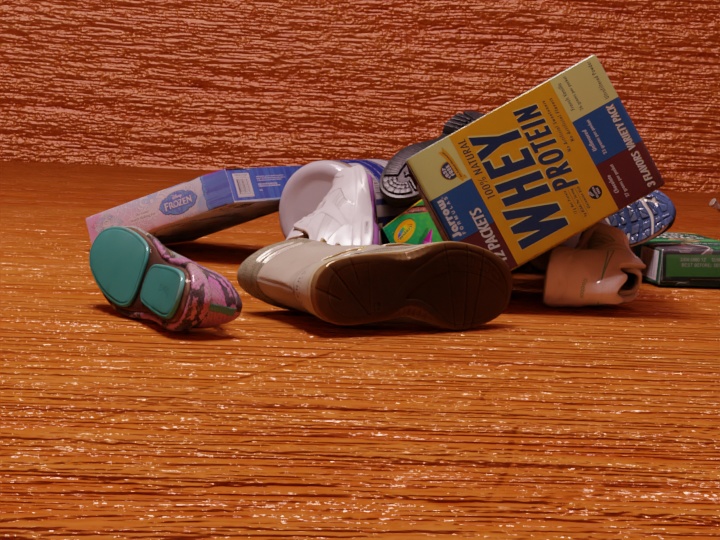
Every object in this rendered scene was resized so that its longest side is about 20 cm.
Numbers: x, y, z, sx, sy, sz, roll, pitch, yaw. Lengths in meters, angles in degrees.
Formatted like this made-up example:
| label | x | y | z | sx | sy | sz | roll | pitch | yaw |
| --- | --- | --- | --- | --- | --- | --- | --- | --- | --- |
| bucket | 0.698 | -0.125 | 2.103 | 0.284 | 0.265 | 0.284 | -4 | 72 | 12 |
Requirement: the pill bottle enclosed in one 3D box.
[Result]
| label | x | y | z | sx | sy | sz | roll | pitch | yaw |
| --- | --- | --- | --- | --- | --- | --- | --- | --- | --- |
| pill bottle | 0.002 | -0.069 | 1.745 | 0.115 | 0.117 | 0.200 | 6 | 7 | 27 |

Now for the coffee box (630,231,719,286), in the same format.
| label | x | y | z | sx | sy | sz | roll | pitch | yaw |
| --- | --- | --- | --- | --- | --- | --- | --- | --- | --- |
| coffee box | 0.361 | -0.015 | 1.743 | 0.122 | 0.044 | 0.200 | 2 | 7 | -8 |

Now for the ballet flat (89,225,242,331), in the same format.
| label | x | y | z | sx | sy | sz | roll | pitch | yaw |
| --- | --- | --- | --- | --- | --- | --- | --- | --- | --- |
| ballet flat | -0.154 | 0.013 | 1.232 | 0.071 | 0.070 | 0.200 | 20 | 0 | -33 |

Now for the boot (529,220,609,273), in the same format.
| label | x | y | z | sx | sy | sz | roll | pitch | yaw |
| --- | --- | --- | --- | --- | --- | --- | --- | --- | --- |
| boot | 0.220 | -0.068 | 1.646 | 0.146 | 0.070 | 0.200 | 37 | 47 | 1 |

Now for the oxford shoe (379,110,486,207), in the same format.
| label | x | y | z | sx | sy | sz | roll | pitch | yaw |
| --- | --- | --- | --- | --- | --- | --- | --- | --- | --- |
| oxford shoe | 0.088 | -0.105 | 1.721 | 0.072 | 0.085 | 0.200 | 31 | 39 | 25 |

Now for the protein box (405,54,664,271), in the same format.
| label | x | y | z | sx | sy | sz | roll | pitch | yaw |
| --- | --- | --- | --- | --- | --- | --- | --- | --- | --- |
| protein box | 0.159 | -0.088 | 1.459 | 0.198 | 0.136 | 0.200 | -29 | -1 | 3 |

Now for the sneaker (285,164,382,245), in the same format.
| label | x | y | z | sx | sy | sz | roll | pitch | yaw |
| --- | --- | --- | --- | --- | --- | --- | --- | --- | --- |
| sneaker | -0.030 | -0.049 | 1.543 | 0.099 | 0.075 | 0.200 | -6 | 27 | 1 |

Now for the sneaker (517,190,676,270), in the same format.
| label | x | y | z | sx | sy | sz | roll | pitch | yaw |
| --- | --- | --- | --- | --- | --- | --- | --- | --- | --- |
| sneaker | 0.264 | -0.047 | 1.718 | 0.199 | 0.078 | 0.085 | -14 | -16 | 31 |

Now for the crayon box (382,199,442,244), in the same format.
| label | x | y | z | sx | sy | sz | roll | pitch | yaw |
| --- | --- | --- | --- | --- | --- | --- | --- | --- | --- |
| crayon box | 0.123 | -0.061 | 1.721 | 0.119 | 0.059 | 0.200 | -35 | -12 | 26 |

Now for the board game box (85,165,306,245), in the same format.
| label | x | y | z | sx | sy | sz | roll | pitch | yaw |
| --- | --- | --- | --- | --- | --- | --- | --- | --- | --- |
| board game box | -0.174 | -0.073 | 1.744 | 0.198 | 0.044 | 0.200 | -18 | -4 | 28 |

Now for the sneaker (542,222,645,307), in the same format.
| label | x | y | z | sx | sy | sz | roll | pitch | yaw |
| --- | --- | --- | --- | --- | --- | --- | --- | --- | --- |
| sneaker | 0.237 | 0.003 | 1.473 | 0.080 | 0.071 | 0.200 | 11 | 17 | 20 |

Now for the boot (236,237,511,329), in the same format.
| label | x | y | z | sx | sy | sz | roll | pitch | yaw |
| --- | --- | --- | --- | --- | --- | --- | --- | --- | --- |
| boot | 0.012 | 0.008 | 1.291 | 0.199 | 0.073 | 0.154 | -2 | 5 | -32 |

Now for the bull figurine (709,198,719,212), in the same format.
| label | x | y | z | sx | sy | sz | roll | pitch | yaw |
| --- | --- | --- | --- | --- | --- | --- | --- | --- | --- |
| bull figurine | 0.622 | -0.085 | 2.313 | 0.121 | 0.065 | 0.200 | 35 | -13 | -18 |
